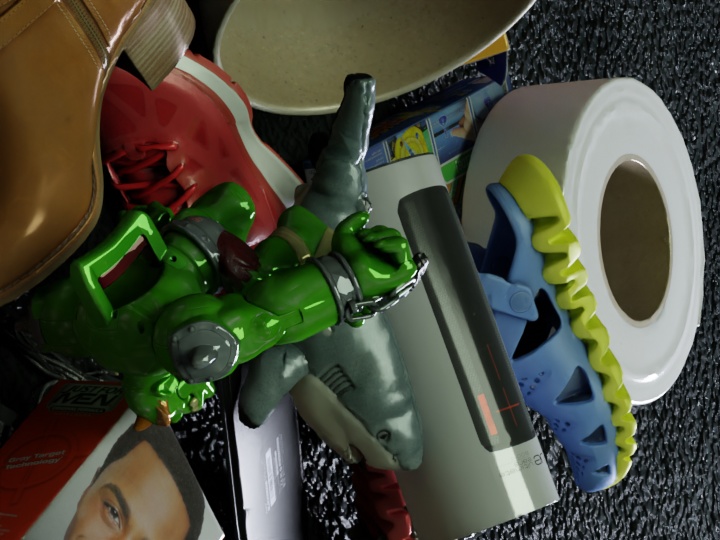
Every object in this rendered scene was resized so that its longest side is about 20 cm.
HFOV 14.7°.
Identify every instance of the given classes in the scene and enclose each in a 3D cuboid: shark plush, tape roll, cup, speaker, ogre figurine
[{"bbox_3d":[0.000,0.000,1.420,0.091,0.083,0.201,-7,105,-68],"label":"shark plush"},{"bbox_3d":[0.140,-0.016,1.707,0.202,0.071,0.204,11,77,-58],"label":"tape roll"},{"bbox_3d":[-0.009,-0.200,1.512,0.200,0.200,0.144,20,42,-55],"label":"cup"},{"bbox_3d":[0.036,0.045,1.478,0.081,0.081,0.201,-12,81,-57],"label":"speaker"},{"bbox_3d":[-0.080,0.009,1.303,0.120,0.200,0.098,-32,135,-35],"label":"ogre figurine"}]

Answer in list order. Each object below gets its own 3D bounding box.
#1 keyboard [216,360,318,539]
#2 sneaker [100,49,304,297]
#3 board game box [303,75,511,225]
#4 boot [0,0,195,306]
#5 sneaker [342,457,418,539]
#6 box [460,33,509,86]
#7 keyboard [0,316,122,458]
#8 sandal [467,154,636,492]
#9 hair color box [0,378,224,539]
[{"bbox_3d":[-0.058,0.099,1.484,0.104,0.039,0.201,-54,148,-50],"label":"keyboard"},{"bbox_3d":[-0.094,-0.032,1.431,0.200,0.078,0.116,40,51,-46],"label":"sneaker"},{"bbox_3d":[0.043,-0.027,1.665,0.200,0.034,0.136,-30,112,-55],"label":"board game box"},{"bbox_3d":[-0.163,-0.093,1.281,0.200,0.077,0.155,-53,143,-11],"label":"boot"},{"bbox_3d":[0.037,0.117,1.574,0.098,0.071,0.201,-26,124,-14],"label":"sneaker"},{"bbox_3d":[0.041,-0.205,1.648,0.119,0.041,0.201,-127,-157,-75],"label":"box"},{"bbox_3d":[-0.159,0.087,1.360,0.200,0.021,0.128,39,53,-49],"label":"keyboard"},{"bbox_3d":[0.095,0.038,1.571,0.079,0.087,0.201,-130,-163,-74],"label":"sandal"},{"bbox_3d":[-0.153,0.151,1.302,0.200,0.061,0.102,-53,131,-40],"label":"hair color box"}]
